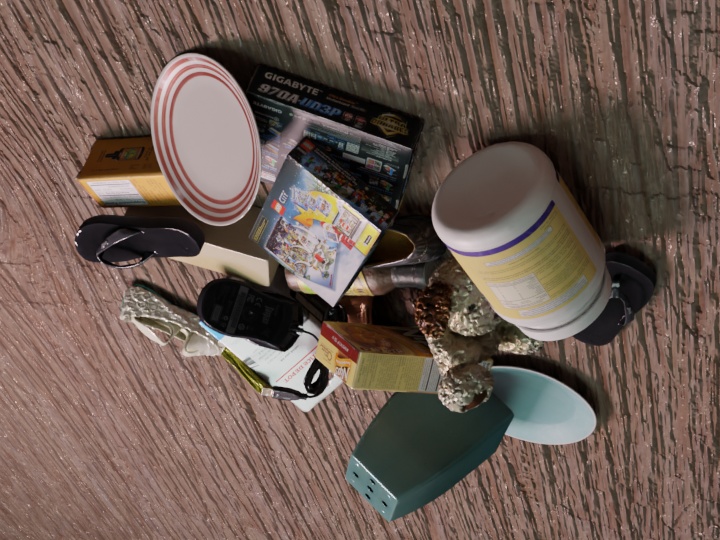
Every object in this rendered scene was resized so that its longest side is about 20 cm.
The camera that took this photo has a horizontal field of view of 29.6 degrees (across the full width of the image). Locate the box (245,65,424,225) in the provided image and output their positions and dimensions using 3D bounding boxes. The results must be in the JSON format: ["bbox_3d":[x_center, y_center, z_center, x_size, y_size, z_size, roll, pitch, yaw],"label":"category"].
[{"bbox_3d":[-0.038,-0.141,1.566,0.200,0.046,0.159,19,148,4],"label":"box"}]

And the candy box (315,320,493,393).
[{"bbox_3d":[0.056,0.114,1.762,0.200,0.055,0.115,5,-164,-28],"label":"candy box"}]

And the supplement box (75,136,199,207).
[{"bbox_3d":[-0.254,-0.124,1.701,0.200,0.067,0.069,2,145,29],"label":"supplement box"}]

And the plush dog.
[{"bbox_3d":[0.131,0.043,1.654,0.160,0.200,0.172,35,149,31],"label":"plush dog"}]

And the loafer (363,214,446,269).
[{"bbox_3d":[0.003,-0.034,1.659,0.200,0.072,0.073,-8,95,29],"label":"loafer"}]

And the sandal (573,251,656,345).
[{"bbox_3d":[0.304,0.045,1.647,0.076,0.043,0.200,18,148,5],"label":"sandal"}]

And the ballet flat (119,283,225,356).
[{"bbox_3d":[-0.270,0.091,2.034,0.200,0.072,0.072,27,148,-10],"label":"ballet flat"}]

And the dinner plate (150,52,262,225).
[{"bbox_3d":[-0.173,-0.151,1.563,0.200,0.024,0.201,22,121,42],"label":"dinner plate"}]

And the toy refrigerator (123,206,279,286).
[{"bbox_3d":[-0.200,-0.049,1.771,0.200,0.076,0.070,16,148,8],"label":"toy refrigerator"}]

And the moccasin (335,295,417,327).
[{"bbox_3d":[0.035,0.091,1.856,0.078,0.074,0.202,9,137,34],"label":"moccasin"}]

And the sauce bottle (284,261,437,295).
[{"bbox_3d":[0.000,0.000,1.739,0.200,0.065,0.065,1,143,29],"label":"sauce bottle"}]

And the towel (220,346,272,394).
[{"bbox_3d":[-0.135,0.140,1.942,0.086,0.018,0.200,48,-171,11],"label":"towel"}]

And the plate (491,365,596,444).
[{"bbox_3d":[0.235,0.183,1.912,0.200,0.026,0.200,15,147,10],"label":"plate"}]

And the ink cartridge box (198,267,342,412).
[{"bbox_3d":[-0.106,0.086,1.857,0.116,0.068,0.200,-41,108,20],"label":"ink cartridge box"}]

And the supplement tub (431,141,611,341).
[{"bbox_3d":[0.184,-0.029,1.511,0.145,0.146,0.200,-5,139,36],"label":"supplement tub"}]

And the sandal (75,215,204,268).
[{"bbox_3d":[-0.289,-0.034,1.720,0.200,0.043,0.076,-5,140,35],"label":"sandal"}]

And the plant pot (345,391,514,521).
[{"bbox_3d":[0.083,0.238,1.876,0.141,0.200,0.141,43,153,16],"label":"plant pot"}]

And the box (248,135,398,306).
[{"bbox_3d":[-0.047,-0.053,1.589,0.137,0.038,0.200,40,148,4],"label":"box"}]

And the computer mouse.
[{"bbox_3d":[-0.125,0.092,1.784,0.200,0.141,0.046,13,180,-13],"label":"computer mouse"}]
